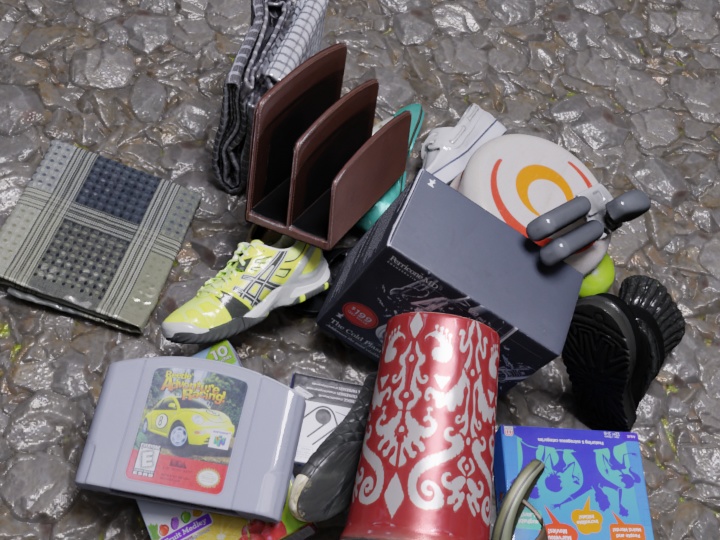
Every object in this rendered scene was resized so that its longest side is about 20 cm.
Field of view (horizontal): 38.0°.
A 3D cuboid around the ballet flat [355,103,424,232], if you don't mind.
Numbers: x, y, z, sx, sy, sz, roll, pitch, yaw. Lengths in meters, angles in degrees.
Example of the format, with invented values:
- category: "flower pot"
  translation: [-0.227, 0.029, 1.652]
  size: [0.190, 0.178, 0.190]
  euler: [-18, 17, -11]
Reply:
- category: "ballet flat"
  translation: [0.027, -0.130, 1.232]
  size: [0.070, 0.067, 0.202]
  euler: [20, 57, -11]

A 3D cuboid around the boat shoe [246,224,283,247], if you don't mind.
- category: "boat shoe"
  translation: [-0.068, -0.074, 1.170]
  size: [0.072, 0.063, 0.201]
  euler: [7, 48, 21]

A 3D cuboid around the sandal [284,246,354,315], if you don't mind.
- category: "sandal"
  translation: [0.000, -0.001, 1.160]
  size: [0.197, 0.048, 0.076]
  euler: [-9, 60, -15]

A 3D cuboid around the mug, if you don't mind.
- category: "mug"
  translation: [0.061, 0.157, 0.952]
  size: [0.131, 0.178, 0.203]
  euler: [7, 70, 5]

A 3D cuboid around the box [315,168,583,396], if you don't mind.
- category: "box"
  translation: [0.085, 0.029, 1.049]
  size: [0.198, 0.182, 0.105]
  euler: [31, 54, -8]

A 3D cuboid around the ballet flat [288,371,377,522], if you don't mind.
- category: "ballet flat"
  translation: [-0.009, 0.165, 0.986]
  size: [0.056, 0.067, 0.200]
  euler: [3, 31, 35]

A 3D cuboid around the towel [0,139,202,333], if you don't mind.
- category: "towel"
  translation: [-0.292, -0.037, 1.144]
  size: [0.190, 0.035, 0.202]
  euler: [20, 55, -1]

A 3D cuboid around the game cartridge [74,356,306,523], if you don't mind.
- category: "game cartridge"
  translation: [-0.154, 0.149, 0.961]
  size: [0.197, 0.041, 0.135]
  euler: [6, 63, 12]

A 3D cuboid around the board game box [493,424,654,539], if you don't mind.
- category: "board game box"
  translation: [0.213, 0.259, 1.040]
  size: [0.150, 0.045, 0.203]
  euler: [4, 59, -9]

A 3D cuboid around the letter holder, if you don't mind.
- category: "letter holder"
  translation: [-0.026, -0.139, 1.086]
  size: [0.099, 0.144, 0.200]
  euler: [20, 35, 17]

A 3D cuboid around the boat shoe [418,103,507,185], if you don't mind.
- category: "boat shoe"
  translation: [0.101, -0.137, 1.243]
  size: [0.065, 0.074, 0.200]
  euler: [44, 44, 3]

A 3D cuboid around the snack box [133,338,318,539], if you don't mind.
- category: "snack box"
  translation: [-0.145, 0.187, 0.991]
  size: [0.141, 0.053, 0.202]
  euler: [-26, 65, -5]

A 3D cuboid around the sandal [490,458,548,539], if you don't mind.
- category: "sandal"
  translation: [0.144, 0.274, 0.955]
  size: [0.056, 0.080, 0.204]
  euler: [11, 73, 13]

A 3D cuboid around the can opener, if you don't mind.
- category: "can opener"
  translation: [0.228, -0.055, 1.046]
  size: [0.199, 0.066, 0.053]
  euler: [-24, 81, -52]

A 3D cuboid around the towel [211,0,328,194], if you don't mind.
- category: "towel"
  translation: [-0.108, -0.202, 1.176]
  size: [0.084, 0.201, 0.167]
  euler: [18, 55, 2]

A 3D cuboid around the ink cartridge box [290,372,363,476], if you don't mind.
- category: "ink cartridge box"
  translation: [0.020, 0.171, 1.058]
  size: [0.197, 0.044, 0.095]
  euler: [11, 59, -4]

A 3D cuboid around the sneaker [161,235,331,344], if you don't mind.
- category: "sneaker"
  translation: [-0.121, 0.014, 1.057]
  size: [0.199, 0.075, 0.077]
  euler: [-29, 109, -37]

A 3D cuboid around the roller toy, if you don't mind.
- category: "roller toy"
  translation: [0.173, -0.045, 1.166]
  size: [0.180, 0.140, 0.203]
  euler: [1, 60, -23]

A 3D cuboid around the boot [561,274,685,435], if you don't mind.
- category: "boot"
  translation: [0.278, 0.057, 1.093]
  size: [0.079, 0.213, 0.158]
  euler: [22, 58, 29]
